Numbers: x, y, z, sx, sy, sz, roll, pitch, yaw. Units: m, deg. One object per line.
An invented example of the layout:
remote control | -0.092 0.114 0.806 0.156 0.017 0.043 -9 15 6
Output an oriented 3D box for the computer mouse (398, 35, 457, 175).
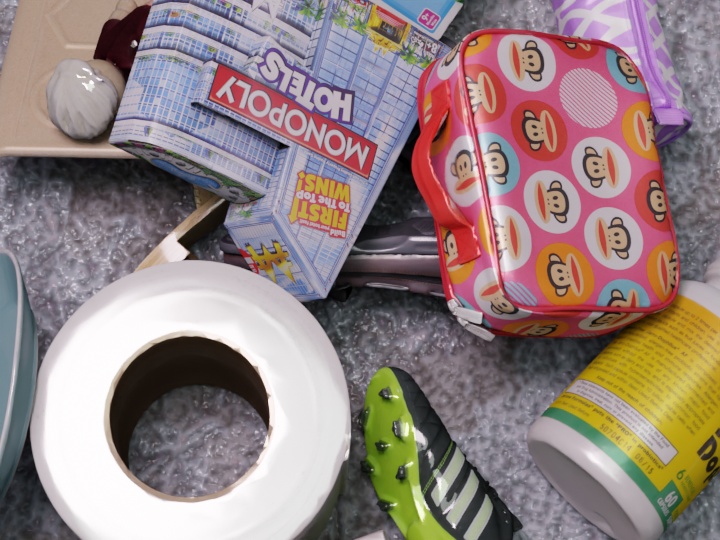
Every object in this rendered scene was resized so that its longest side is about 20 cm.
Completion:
computer mouse | 0.072 -0.083 1.260 0.138 0.053 0.200 -39 86 -3

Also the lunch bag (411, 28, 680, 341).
lunch bag | 0.112 -0.056 1.150 0.175 0.082 0.201 2 73 -30

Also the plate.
plate | -0.239 0.087 1.130 0.025 0.200 0.201 13 72 -24

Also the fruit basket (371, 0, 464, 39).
fruit basket | 0.016 -0.280 1.268 0.200 0.094 0.186 37 57 -3

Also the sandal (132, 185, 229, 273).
sandal | -0.106 -0.067 1.233 0.070 0.078 0.212 43 82 7

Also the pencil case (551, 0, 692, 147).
pencil case | 0.185 -0.185 1.274 0.084 0.085 0.201 -3 75 -31

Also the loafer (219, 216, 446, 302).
loafer | 0.000 0.000 1.214 0.199 0.072 0.063 -2 106 13

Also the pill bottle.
pill bottle | 0.216 0.079 1.184 0.113 0.113 0.200 43 76 10

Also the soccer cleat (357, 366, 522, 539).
soccer cleat | 0.059 0.156 1.186 0.081 0.068 0.201 -3 59 -37

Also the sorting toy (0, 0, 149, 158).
sorting toy | -0.156 -0.144 1.243 0.199 0.037 0.186 -2 50 6

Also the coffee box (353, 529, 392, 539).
coffee box | -0.054 0.257 1.107 0.199 0.080 0.115 -20 63 6

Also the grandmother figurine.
grandmother figurine | -0.135 -0.163 1.197 0.200 0.121 0.061 -47 114 -23

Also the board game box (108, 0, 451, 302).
board game box | -0.053 -0.091 1.138 0.199 0.062 0.201 25 72 -33

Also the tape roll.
tape roll | -0.107 0.108 1.148 0.202 0.139 0.204 0 73 -1
